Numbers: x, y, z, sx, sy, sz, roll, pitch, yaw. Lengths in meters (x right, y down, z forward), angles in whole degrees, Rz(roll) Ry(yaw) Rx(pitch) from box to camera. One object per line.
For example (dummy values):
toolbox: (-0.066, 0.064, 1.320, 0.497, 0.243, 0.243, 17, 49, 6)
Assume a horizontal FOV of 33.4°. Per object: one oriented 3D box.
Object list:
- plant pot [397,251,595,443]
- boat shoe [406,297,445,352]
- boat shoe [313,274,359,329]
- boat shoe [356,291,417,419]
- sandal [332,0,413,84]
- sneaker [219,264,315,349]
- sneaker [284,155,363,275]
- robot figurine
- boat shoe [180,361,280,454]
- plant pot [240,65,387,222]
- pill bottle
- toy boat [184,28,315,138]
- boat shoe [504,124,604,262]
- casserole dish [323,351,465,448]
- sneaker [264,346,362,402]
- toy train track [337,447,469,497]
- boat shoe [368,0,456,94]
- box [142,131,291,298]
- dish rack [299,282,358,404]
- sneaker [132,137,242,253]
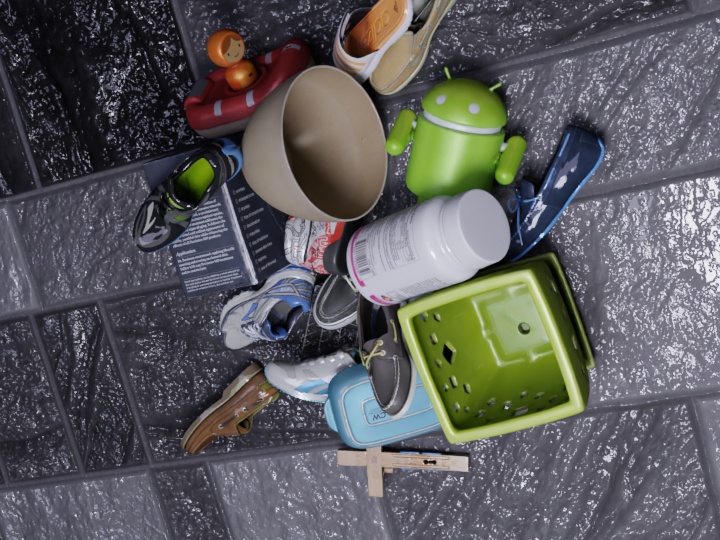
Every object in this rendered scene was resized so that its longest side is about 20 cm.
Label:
plant pot: (0.194, 0.090, 1.583, 0.199, 0.181, 0.200, -18, 97, 26)
boat shoe: (0.092, 0.090, 1.691, 0.070, 0.066, 0.201, -5, 99, 27)
boat shoe: (0.000, 0.000, 1.675, 0.071, 0.064, 0.200, 44, 99, 16)
boat shoe: (0.028, 0.105, 1.588, 0.061, 0.201, 0.072, 29, 127, -31)
sandal: (0.001, -0.313, 1.568, 0.207, 0.059, 0.079, 140, 124, -59)
sneaker: (-0.142, 0.069, 1.755, 0.077, 0.085, 0.200, 22, 134, -32)
sneaker: (-0.042, -0.095, 1.666, 0.108, 0.067, 0.202, 9, 78, 35)
robot figurine: (0.126, -0.161, 1.575, 0.175, 0.116, 0.200, 17, 112, 12)
boat shoe: (-0.203, 0.231, 1.856, 0.068, 0.072, 0.200, 46, 117, 6)
plant pot: (-0.079, -0.154, 1.560, 0.134, 0.200, 0.201, -9, 102, 41)
pill bottle: (0.087, -0.030, 1.531, 0.200, 0.113, 0.114, -20, 97, 45)
toy boat: (-0.164, -0.274, 1.647, 0.200, 0.131, 0.131, -13, 128, 25)
boat shoe: (0.236, -0.105, 1.571, 0.069, 0.084, 0.200, 33, 102, -9)
casserole dish: (0.049, 0.179, 1.642, 0.200, 0.039, 0.121, -15, 101, -2)
sneaker: (-0.039, 0.147, 1.706, 0.200, 0.077, 0.081, 10, 101, 12)
toy train track: (0.065, 0.278, 1.780, 0.200, 0.033, 0.115, 0, 98, 17)
boat shoe: (0.061, -0.319, 1.580, 0.072, 0.076, 0.200, 34, 116, 11)
box: (-0.179, -0.088, 1.682, 0.124, 0.200, 0.197, -11, 100, 25)
dish rack: (-0.016, 0.115, 1.754, 0.153, 0.055, 0.200, 17, 109, 16)
sneaker: (-0.235, -0.097, 1.543, 0.200, 0.083, 0.071, -41, 86, 27)
